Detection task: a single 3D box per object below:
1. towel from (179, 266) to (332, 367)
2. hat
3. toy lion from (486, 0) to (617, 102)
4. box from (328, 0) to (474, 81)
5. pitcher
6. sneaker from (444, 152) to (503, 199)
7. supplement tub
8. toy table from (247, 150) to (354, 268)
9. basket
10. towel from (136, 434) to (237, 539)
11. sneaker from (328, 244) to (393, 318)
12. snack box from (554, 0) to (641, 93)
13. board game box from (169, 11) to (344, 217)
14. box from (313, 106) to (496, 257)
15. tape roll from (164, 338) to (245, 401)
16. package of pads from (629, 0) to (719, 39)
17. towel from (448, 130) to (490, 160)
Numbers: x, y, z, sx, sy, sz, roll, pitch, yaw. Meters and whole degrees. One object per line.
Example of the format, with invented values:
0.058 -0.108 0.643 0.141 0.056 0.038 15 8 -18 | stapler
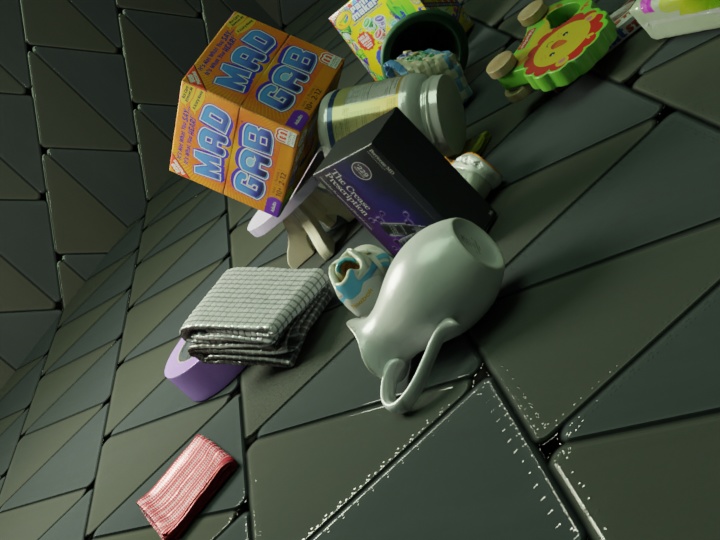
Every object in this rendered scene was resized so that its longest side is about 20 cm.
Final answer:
-0.153 0.068 1.702 0.199 0.086 0.166 -1 35 33 | towel
0.101 -0.424 2.079 0.165 0.201 0.176 -17 39 -2 | hat
0.289 -0.329 1.614 0.191 0.069 0.200 -12 39 48 | toy lion
0.082 -0.503 2.261 0.200 0.193 0.122 -30 13 41 | box
0.078 0.052 1.282 0.200 0.121 0.172 -49 35 27 | pitcher
0.115 -0.112 1.592 0.092 0.076 0.200 -55 19 -14 | sneaker
0.050 -0.222 1.724 0.199 0.145 0.145 -8 35 25 | supplement tub
-0.086 -0.100 1.929 0.200 0.117 0.184 -36 21 28 | toy table
0.079 -0.299 1.948 0.200 0.139 0.176 -37 19 -4 | basket
-0.249 0.304 1.586 0.145 0.022 0.200 -49 18 -13 | towel
0.000 0.000 1.588 0.077 0.081 0.200 -44 17 10 | sneaker
0.352 -0.337 1.614 0.200 0.024 0.072 -38 21 23 | snack box
-0.168 -0.252 1.813 0.200 0.199 0.200 111 -175 -49 | board game box
0.058 -0.101 1.479 0.141 0.200 0.079 -24 28 51 | box
-0.236 0.121 1.874 0.200 0.066 0.200 -40 20 18 | tape roll
0.452 -0.374 1.407 0.155 0.068 0.200 -50 19 -9 | package of pads
0.122 -0.157 1.759 0.200 0.018 0.086 -23 25 51 | towel
